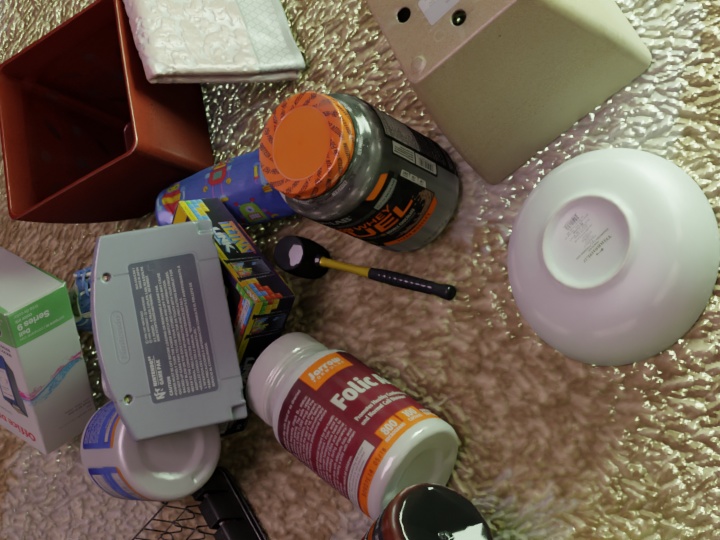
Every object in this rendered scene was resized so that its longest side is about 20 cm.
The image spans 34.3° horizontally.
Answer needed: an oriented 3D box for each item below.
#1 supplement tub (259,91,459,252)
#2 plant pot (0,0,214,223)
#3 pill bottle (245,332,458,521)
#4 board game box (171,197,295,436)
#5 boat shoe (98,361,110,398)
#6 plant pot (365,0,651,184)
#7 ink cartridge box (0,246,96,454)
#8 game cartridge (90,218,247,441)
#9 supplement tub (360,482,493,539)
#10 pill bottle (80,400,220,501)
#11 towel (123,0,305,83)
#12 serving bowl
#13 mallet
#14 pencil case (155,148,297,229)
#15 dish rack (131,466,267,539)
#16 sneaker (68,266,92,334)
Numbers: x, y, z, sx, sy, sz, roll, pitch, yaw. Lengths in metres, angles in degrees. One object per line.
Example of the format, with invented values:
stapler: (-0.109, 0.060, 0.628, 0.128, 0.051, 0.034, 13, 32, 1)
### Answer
supplement tub: (0.000, -0.095, 1.125, 0.122, 0.200, 0.123, -9, 74, 33)
plant pot: (-0.282, -0.162, 1.351, 0.199, 0.176, 0.201, -24, 66, 27)
pill bottle: (-0.013, 0.148, 1.128, 0.200, 0.114, 0.115, 32, 97, 35)
board game box: (-0.158, 0.052, 1.243, 0.166, 0.056, 0.201, 51, 133, 33)
boat shoe: (-0.258, 0.064, 1.272, 0.075, 0.064, 0.203, 51, 134, 32)
plant pot: (0.116, -0.236, 1.094, 0.199, 0.177, 0.201, -37, 60, 22)
ink cartridge box: (-0.395, 0.093, 1.361, 0.145, 0.087, 0.201, 23, 132, 37)
game cartridge: (-0.192, 0.058, 1.136, 0.041, 0.132, 0.202, 164, 96, -69)
supplement tub: (0.032, 0.287, 1.046, 0.107, 0.106, 0.200, 57, 134, 30)
pill bottle: (-0.232, 0.187, 1.239, 0.200, 0.111, 0.113, -18, 66, 61)
towel: (-0.173, -0.296, 1.309, 0.032, 0.190, 0.201, -52, 51, 50)
serving bowl: (0.214, -0.019, 1.043, 0.199, 0.066, 0.202, -10, 72, 33)
mallet: (0.000, 0.000, 1.185, 0.199, 0.066, 0.041, 13, 87, 36)
pencil case: (-0.132, -0.080, 1.288, 0.199, 0.087, 0.078, -18, 40, 29)
dish rack: (-0.190, 0.325, 1.247, 0.200, 0.054, 0.154, -48, 56, 18)
sneaker: (-0.285, 0.022, 1.347, 0.200, 0.077, 0.076, -38, 58, 37)
